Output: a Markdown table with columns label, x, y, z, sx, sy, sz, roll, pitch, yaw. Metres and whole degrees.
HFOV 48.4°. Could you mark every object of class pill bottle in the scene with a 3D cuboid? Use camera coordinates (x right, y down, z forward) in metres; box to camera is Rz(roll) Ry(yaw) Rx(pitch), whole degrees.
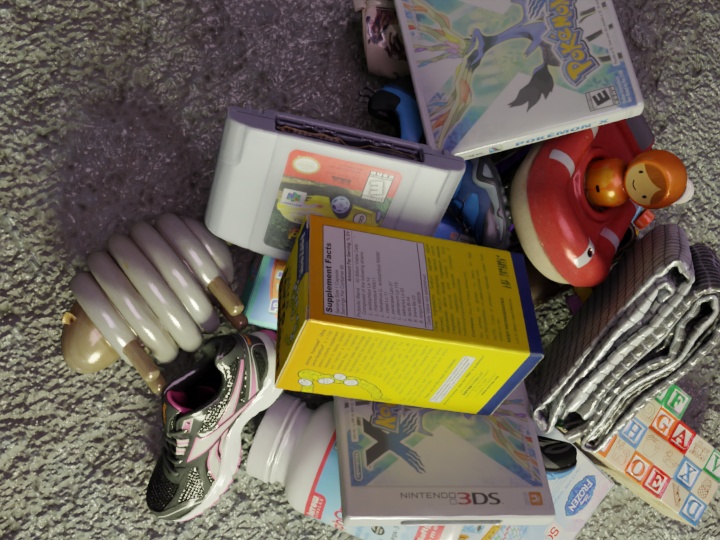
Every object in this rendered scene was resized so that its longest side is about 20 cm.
| label | x | y | z | sx | sy | sz | roll | pitch | yaw |
| --- | --- | --- | --- | --- | --- | --- | --- | --- | --- |
| pill bottle | 0.001 | 0.188 | 0.745 | 0.200 | 0.109 | 0.109 | 20 | 82 | 8 |

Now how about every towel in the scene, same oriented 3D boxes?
| label | x | y | z | sx | sy | sz | roll | pitch | yaw |
| --- | --- | --- | --- | --- | --- | --- | --- | --- | --- |
| towel | 0.251 | 0.063 | 0.740 | 0.086 | 0.166 | 0.200 | 36 | 114 | 5 |

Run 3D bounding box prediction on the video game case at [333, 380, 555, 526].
| label | x | y | z | sx | sy | sz | roll | pitch | yaw |
| --- | --- | --- | --- | --- | --- | --- | --- | --- | --- |
| video game case | 0.067 | 0.128 | 0.719 | 0.182 | 0.022 | 0.200 | 3 | 51 | -12 |

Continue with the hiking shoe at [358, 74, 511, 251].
| label | x | y | z | sx | sy | sz | roll | pitch | yaw |
| --- | --- | --- | --- | --- | --- | --- | --- | --- | --- |
| hiking shoe | 0.073 | -0.094 | 0.752 | 0.087 | 0.074 | 0.200 | -22 | 74 | -2 |

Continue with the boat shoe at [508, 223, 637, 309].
| label | x | y | z | sx | sy | sz | roll | pitch | yaw |
| --- | --- | --- | --- | --- | --- | --- | --- | --- | --- |
| boat shoe | 0.187 | -0.004 | 0.822 | 0.202 | 0.075 | 0.075 | -30 | 88 | 4 |

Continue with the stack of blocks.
| label | x | y | z | sx | sy | sz | roll | pitch | yaw |
| --- | --- | --- | --- | --- | --- | --- | --- | --- | --- |
| stack of blocks | 0.312 | 0.177 | 0.891 | 0.200 | 0.059 | 0.115 | 38 | 78 | -13 |

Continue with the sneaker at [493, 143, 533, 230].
| label | x | y | z | sx | sy | sz | roll | pitch | yaw |
| --- | --- | --- | --- | --- | --- | --- | --- | --- | --- |
| sneaker | 0.170 | -0.092 | 0.831 | 0.200 | 0.100 | 0.070 | -39 | 98 | -15 |

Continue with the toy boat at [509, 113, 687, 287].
| label | x | y | z | sx | sy | sz | roll | pitch | yaw |
| --- | --- | --- | --- | --- | --- | --- | --- | --- | --- |
| toy boat | 0.228 | -0.077 | 0.722 | 0.131 | 0.131 | 0.200 | 49 | 62 | -28 |

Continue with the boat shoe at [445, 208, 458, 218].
| label | x | y | z | sx | sy | sz | roll | pitch | yaw |
| --- | --- | --- | --- | --- | --- | --- | --- | --- | --- |
| boat shoe | 0.002 | -0.089 | 0.800 | 0.200 | 0.064 | 0.071 | 19 | 118 | -18 |

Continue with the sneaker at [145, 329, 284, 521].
| label | x | y | z | sx | sy | sz | roll | pitch | yaw |
| --- | --- | --- | --- | --- | --- | --- | --- | --- | --- |
| sneaker | -0.147 | 0.131 | 0.708 | 0.086 | 0.080 | 0.200 | 17 | 106 | -49 |

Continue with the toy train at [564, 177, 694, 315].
| label | x | y | z | sx | sy | sz | roll | pitch | yaw |
| --- | --- | --- | --- | --- | --- | --- | --- | --- | --- |
| toy train | 0.299 | -0.006 | 0.880 | 0.150 | 0.056 | 0.201 | 2 | 90 | 4 |

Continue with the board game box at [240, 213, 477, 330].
| label | x | y | z | sx | sy | sz | roll | pitch | yaw |
| --- | --- | --- | --- | --- | --- | --- | --- | --- | --- |
| board game box | 0.000 | 0.000 | 0.777 | 0.200 | 0.045 | 0.152 | 16 | 109 | -17 |

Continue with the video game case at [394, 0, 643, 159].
| label | x | y | z | sx | sy | sz | roll | pitch | yaw |
| --- | --- | --- | --- | --- | --- | --- | --- | --- | --- |
| video game case | 0.131 | -0.207 | 0.708 | 0.182 | 0.022 | 0.200 | -14 | 75 | 8 |

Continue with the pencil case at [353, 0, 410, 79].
| label | x | y | z | sx | sy | sz | roll | pitch | yaw |
| --- | --- | --- | --- | --- | --- | --- | --- | --- | --- |
| pencil case | 0.093 | -0.232 | 0.785 | 0.199 | 0.078 | 0.090 | 2 | 133 | 8 |

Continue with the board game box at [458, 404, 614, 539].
| label | x | y | z | sx | sy | sz | roll | pitch | yaw |
| --- | --- | --- | --- | --- | --- | --- | --- | --- | --- |
| board game box | 0.136 | 0.236 | 0.843 | 0.200 | 0.041 | 0.200 | 44 | 77 | -10 |

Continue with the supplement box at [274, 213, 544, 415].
| label | x | y | z | sx | sy | sz | roll | pitch | yaw |
| --- | --- | --- | --- | --- | --- | --- | --- | --- | --- |
| supplement box | 0.036 | 0.042 | 0.683 | 0.200 | 0.110 | 0.109 | 10 | 50 | -15 |

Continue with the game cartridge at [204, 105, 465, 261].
| label | x | y | z | sx | sy | sz | roll | pitch | yaw |
| --- | --- | --- | --- | --- | --- | --- | --- | --- | --- |
| game cartridge | -0.026 | -0.060 | 0.681 | 0.199 | 0.133 | 0.041 | 10 | 46 | -13 |

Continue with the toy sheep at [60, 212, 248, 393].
| label | x | y | z | sx | sy | sz | roll | pitch | yaw |
| --- | --- | --- | --- | --- | --- | --- | --- | --- | --- |
| toy sheep | -0.175 | 0.018 | 0.707 | 0.200 | 0.138 | 0.138 | -37 | 99 | -18 |

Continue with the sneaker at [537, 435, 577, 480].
| label | x | y | z | sx | sy | sz | roll | pitch | yaw |
| --- | --- | --- | --- | --- | --- | --- | --- | --- | --- |
| sneaker | 0.132 | 0.145 | 0.787 | 0.199 | 0.071 | 0.083 | 28 | 86 | -8 |
